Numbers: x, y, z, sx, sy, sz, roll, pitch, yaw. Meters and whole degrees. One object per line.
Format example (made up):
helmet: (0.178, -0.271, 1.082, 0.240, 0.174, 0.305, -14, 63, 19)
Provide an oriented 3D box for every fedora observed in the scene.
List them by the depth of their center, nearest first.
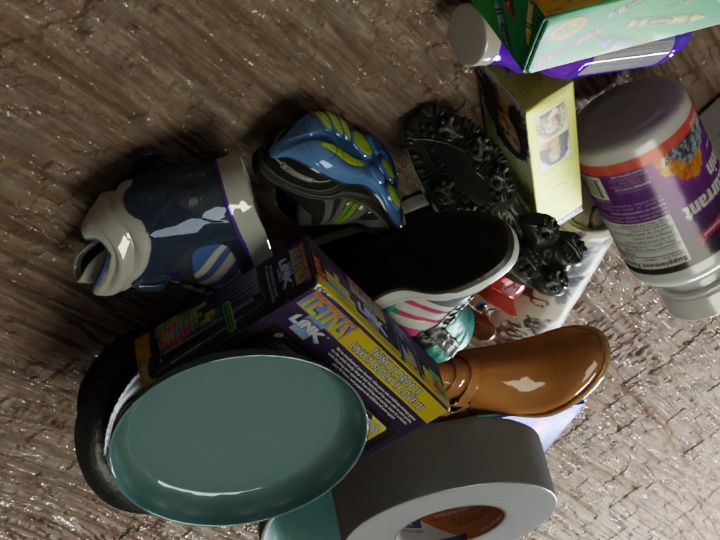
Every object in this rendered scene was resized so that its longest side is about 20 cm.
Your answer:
fedora: (-0.160, 0.099, 1.487, 0.200, 0.092, 0.201, -18, 121, -33)

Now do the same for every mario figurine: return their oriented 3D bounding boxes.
mario figurine: (0.072, 0.059, 1.652, 0.200, 0.106, 0.123, -37, -174, 25)

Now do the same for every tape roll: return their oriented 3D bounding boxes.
tape roll: (0.075, 0.205, 1.654, 0.200, 0.066, 0.200, -10, 154, -5)

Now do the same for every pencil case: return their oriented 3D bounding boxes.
pencil case: (0.175, -0.009, 1.679, 0.078, 0.090, 0.200, 3, 138, -18)

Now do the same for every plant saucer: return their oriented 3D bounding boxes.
plant saucer: (-0.094, 0.124, 1.387, 0.199, 0.027, 0.200, -8, 136, -8)

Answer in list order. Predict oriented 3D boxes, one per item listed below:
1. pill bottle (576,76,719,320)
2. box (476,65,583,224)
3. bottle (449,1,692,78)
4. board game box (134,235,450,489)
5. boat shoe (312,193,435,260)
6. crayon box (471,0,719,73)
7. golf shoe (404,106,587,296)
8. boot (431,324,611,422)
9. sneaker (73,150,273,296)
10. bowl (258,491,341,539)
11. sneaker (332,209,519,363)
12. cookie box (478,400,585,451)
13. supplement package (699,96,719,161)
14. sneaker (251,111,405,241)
pill bottle: (0.266, -0.057, 1.570, 0.111, 0.111, 0.200, -31, 118, -1)
box: (0.141, -0.111, 1.495, 0.050, 0.075, 0.200, -32, 151, -8)
bottle: (0.160, -0.189, 1.381, 0.200, 0.084, 0.065, -11, 166, -33)
board game box: (-0.051, 0.081, 1.415, 0.165, 0.057, 0.200, -31, 134, 14)
boat shoe: (0.000, 0.000, 1.543, 0.200, 0.060, 0.076, -29, 151, -5)
crayon box: (0.177, -0.222, 1.310, 0.200, 0.119, 0.058, -16, 148, -26)
golf shoe: (0.093, -0.053, 1.498, 0.078, 0.094, 0.200, -48, 112, -16)
boot: (0.104, 0.086, 1.582, 0.200, 0.077, 0.155, -13, 163, 30)
sneaker: (-0.144, -0.016, 1.377, 0.146, 0.081, 0.200, -17, 157, -2)
bowl: (-0.020, 0.200, 1.772, 0.200, 0.105, 0.201, -17, 144, -13)
sneaker: (0.067, 0.019, 1.465, 0.200, 0.084, 0.121, -18, 151, 35)
cookie box: (0.109, 0.174, 1.903, 0.200, 0.075, 0.171, -5, 142, -40)
supplement package: (0.407, -0.077, 1.725, 0.152, 0.151, 0.200, -43, 150, 19)
sneaker: (-0.022, -0.069, 1.424, 0.083, 0.071, 0.200, -19, 158, 20)
